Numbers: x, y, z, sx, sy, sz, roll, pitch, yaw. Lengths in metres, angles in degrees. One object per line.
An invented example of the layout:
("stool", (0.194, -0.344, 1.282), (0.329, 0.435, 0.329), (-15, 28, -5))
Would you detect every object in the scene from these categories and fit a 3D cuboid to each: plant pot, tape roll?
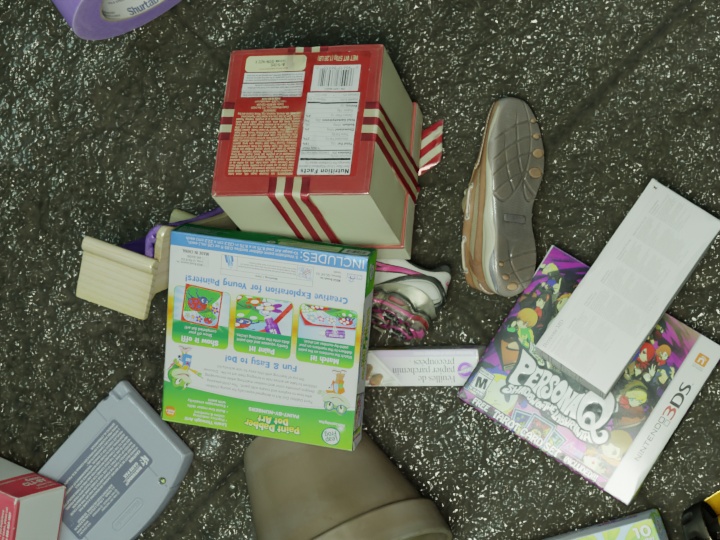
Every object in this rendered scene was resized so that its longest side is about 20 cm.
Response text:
("plant pot", (-0.034, 0.240, 1.564), (0.200, 0.200, 0.174), (-37, 67, 18))
("tape roll", (-0.231, -0.329, 1.564), (0.200, 0.200, 0.085), (-37, 83, 18))

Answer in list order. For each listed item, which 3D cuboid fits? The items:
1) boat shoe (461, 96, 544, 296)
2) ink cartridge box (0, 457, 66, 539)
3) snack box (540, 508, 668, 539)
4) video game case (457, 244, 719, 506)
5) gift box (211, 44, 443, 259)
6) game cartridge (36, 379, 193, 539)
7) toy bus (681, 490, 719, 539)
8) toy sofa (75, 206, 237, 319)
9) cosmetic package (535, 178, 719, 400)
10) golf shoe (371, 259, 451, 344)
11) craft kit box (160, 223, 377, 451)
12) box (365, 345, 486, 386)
("boat shoe", (0.132, -0.074, 1.528), (0.072, 0.076, 0.200), (-4, 77, 51))
("ink cartridge box", (-0.439, 0.282, 1.724), (0.200, 0.083, 0.145), (17, 105, 29))
("snack box", (0.219, 0.331, 1.516), (0.200, 0.053, 0.142), (-20, 87, 19))
("video game case", (0.225, 0.102, 1.508), (0.200, 0.036, 0.181), (33, 87, 14))
("gift box", (-0.027, -0.121, 1.520), (0.184, 0.187, 0.200), (5, 69, 17))
("game cartridge", (-0.281, 0.237, 1.716), (0.133, 0.041, 0.200), (47, 107, 13))
("toy bus", (0.392, 0.293, 1.411), (0.136, 0.200, 0.192), (-27, 93, 20))
("toy sofa", (-0.203, -0.023, 1.581), (0.083, 0.200, 0.098), (19, 107, 17))
("cosmetic package", (0.257, 0.018, 1.473), (0.083, 0.051, 0.200), (35, 84, 12))
("golf shoe", (0.000, 0.000, 1.591), (0.200, 0.073, 0.092), (25, 68, 22))
("craft kit box", (-0.090, 0.064, 1.495), (0.200, 0.049, 0.198), (9, 103, 11))
("box", (0.032, 0.099, 1.595), (0.200, 0.041, 0.039), (-2, 94, 20))
